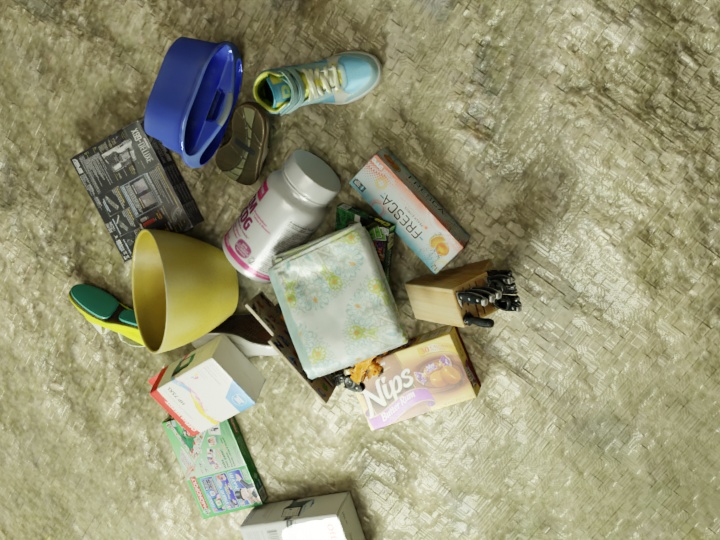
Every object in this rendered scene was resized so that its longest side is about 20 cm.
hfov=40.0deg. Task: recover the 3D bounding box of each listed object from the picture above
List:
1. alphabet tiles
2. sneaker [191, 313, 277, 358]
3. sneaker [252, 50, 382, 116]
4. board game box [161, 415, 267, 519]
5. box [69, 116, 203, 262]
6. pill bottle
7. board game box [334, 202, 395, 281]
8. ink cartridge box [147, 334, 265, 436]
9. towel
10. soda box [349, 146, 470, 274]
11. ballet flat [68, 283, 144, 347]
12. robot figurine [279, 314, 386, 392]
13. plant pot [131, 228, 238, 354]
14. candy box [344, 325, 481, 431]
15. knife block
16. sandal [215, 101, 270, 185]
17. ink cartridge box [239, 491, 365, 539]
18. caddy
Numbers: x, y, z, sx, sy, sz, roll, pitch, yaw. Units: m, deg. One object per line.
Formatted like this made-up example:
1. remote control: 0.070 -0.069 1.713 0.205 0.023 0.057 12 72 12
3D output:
1. alphabet tiles: -0.109 0.119 1.615 0.008 0.167 0.200 -42 92 13
2. sneaker: -0.199 0.124 1.708 0.197 0.073 0.086 7 132 14
3. sneaker: -0.071 -0.279 1.494 0.197 0.131 0.081 -10 103 20
4. board game box: -0.266 0.348 1.812 0.133 0.029 0.203 -17 101 22
5. box: -0.380 -0.138 1.681 0.156 0.050 0.202 -24 99 22
6. pill bottle: -0.125 -0.087 1.582 0.113 0.113 0.201 41 114 1
7. board game box: 0.000 0.000 1.585 0.104 0.023 0.203 25 126 30
8. ink cartridge box: -0.275 0.206 1.695 0.199 0.068 0.116 -30 113 29
9. towel: -0.038 0.046 1.524 0.169 0.048 0.203 -21 88 14
10. soda box: 0.078 -0.094 1.543 0.200 0.064 0.068 47 115 0
11. ballet flat: -0.435 0.091 1.767 0.197 0.067 0.068 21 126 9
12. robot figurine: -0.033 0.098 1.599 0.199 0.058 0.146 41 119 17
13. plant pot: -0.284 0.030 1.639 0.140 0.200 0.203 -4 113 -28
14. candy box: 0.086 0.176 1.632 0.198 0.056 0.118 -20 99 21
15. knife block: 0.149 0.047 1.504 0.197 0.176 0.065 -15 102 21
16. sandal: -0.177 -0.204 1.566 0.081 0.055 0.201 36 145 6
17. ink cartridge box: -0.096 0.492 1.774 0.197 0.086 0.149 -13 103 19
18. caddy: -0.248 -0.262 1.536 0.104 0.141 0.203 19 86 15
